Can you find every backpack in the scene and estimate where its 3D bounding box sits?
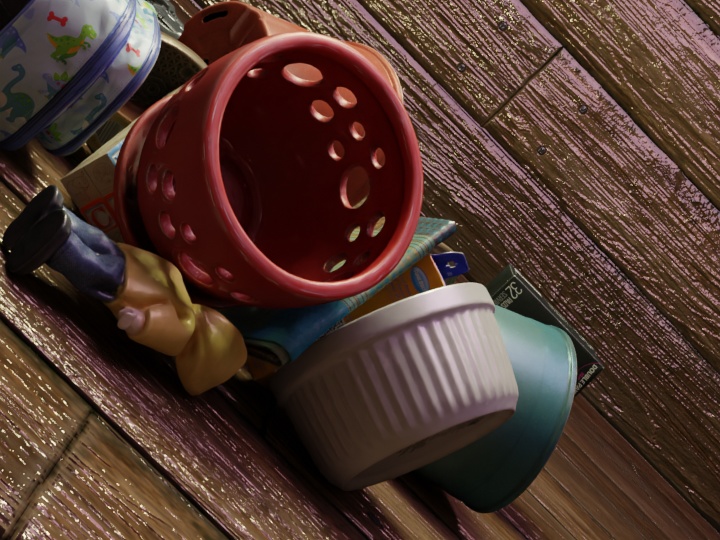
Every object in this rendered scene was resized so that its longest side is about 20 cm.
[{"bbox_3d":[-0.253,-0.187,1.312,0.147,0.183,0.200,42,15,-23],"label":"backpack"}]

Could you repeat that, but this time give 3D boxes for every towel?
[{"bbox_3d":[-0.033,0.010,1.317,0.146,0.200,0.022,10,-51,51],"label":"towel"}]

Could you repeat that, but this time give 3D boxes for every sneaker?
[{"bbox_3d":[-0.215,-0.215,1.463,0.199,0.071,0.076,27,34,-21],"label":"sneaker"}]

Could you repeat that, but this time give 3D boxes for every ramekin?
[{"bbox_3d":[0.035,0.101,1.325,0.105,0.199,0.200,65,13,15],"label":"ramekin"}]

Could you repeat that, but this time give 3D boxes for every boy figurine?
[{"bbox_3d":[-0.164,0.018,1.164,0.200,0.064,0.124,41,9,-36],"label":"boy figurine"}]

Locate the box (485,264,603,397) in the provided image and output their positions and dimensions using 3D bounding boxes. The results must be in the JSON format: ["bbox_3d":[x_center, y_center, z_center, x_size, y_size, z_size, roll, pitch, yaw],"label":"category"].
[{"bbox_3d":[0.149,0.117,1.811,0.149,0.200,0.124,45,6,-2],"label":"box"}]

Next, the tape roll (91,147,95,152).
[{"bbox_3d":[-0.191,-0.104,1.649,0.200,0.066,0.200,46,8,-8],"label":"tape roll"}]

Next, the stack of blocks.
[{"bbox_3d":[-0.157,-0.080,1.375,0.115,0.058,0.200,58,33,-12],"label":"stack of blocks"}]

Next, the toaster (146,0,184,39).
[{"bbox_3d":[-0.247,-0.234,1.784,0.114,0.129,0.200,45,7,0],"label":"toaster"}]

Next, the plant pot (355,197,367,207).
[{"bbox_3d":[-0.046,-0.032,1.794,0.201,0.201,0.093,46,48,2],"label":"plant pot"}]

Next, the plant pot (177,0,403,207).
[{"bbox_3d":[-0.091,-0.174,1.654,0.195,0.201,0.201,23,23,-51],"label":"plant pot"}]

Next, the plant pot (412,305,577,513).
[{"bbox_3d":[0.077,0.110,1.577,0.187,0.201,0.200,26,14,-19],"label":"plant pot"}]

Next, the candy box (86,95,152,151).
[{"bbox_3d":[-0.264,-0.193,1.501,0.200,0.057,0.117,35,36,-6],"label":"candy box"}]

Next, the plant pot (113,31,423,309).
[{"bbox_3d":[-0.082,-0.065,1.235,0.200,0.201,0.182,42,-32,-26],"label":"plant pot"}]

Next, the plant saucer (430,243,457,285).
[{"bbox_3d":[0.000,0.000,1.595,0.200,0.199,0.030,35,55,-54],"label":"plant saucer"}]

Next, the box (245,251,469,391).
[{"bbox_3d":[0.004,0.045,1.361,0.119,0.199,0.042,52,15,-76],"label":"box"}]
